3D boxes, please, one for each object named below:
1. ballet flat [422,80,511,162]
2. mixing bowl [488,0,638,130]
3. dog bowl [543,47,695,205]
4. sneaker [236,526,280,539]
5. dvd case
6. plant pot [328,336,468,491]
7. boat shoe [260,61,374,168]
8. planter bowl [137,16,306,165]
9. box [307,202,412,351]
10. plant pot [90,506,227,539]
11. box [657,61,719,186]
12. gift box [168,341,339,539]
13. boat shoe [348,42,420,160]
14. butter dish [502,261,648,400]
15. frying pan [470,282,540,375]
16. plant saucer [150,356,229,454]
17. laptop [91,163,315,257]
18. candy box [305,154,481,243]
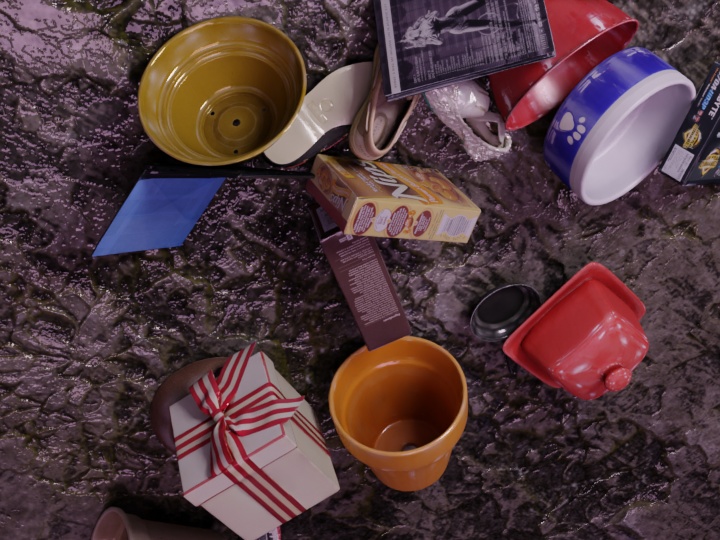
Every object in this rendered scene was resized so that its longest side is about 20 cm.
[{"bbox_3d":[0.143,-0.203,1.209,0.072,0.072,0.200,-38,146,9],"label":"ballet flat"},{"bbox_3d":[0.228,-0.277,1.171,0.200,0.200,0.109,-36,80,8],"label":"mixing bowl"},{"bbox_3d":[0.337,-0.187,1.248,0.199,0.079,0.201,-30,150,-20],"label":"dog bowl"},{"bbox_3d":[-0.166,0.431,1.541,0.074,0.081,0.201,-4,122,-10],"label":"sneaker"},{"bbox_3d":[0.117,-0.285,1.113,0.199,0.150,0.016,-12,154,13],"label":"dvd case"},{"bbox_3d":[0.064,0.231,1.429,0.199,0.201,0.184,-17,140,-4],"label":"plant pot"},{"bbox_3d":[-0.041,-0.198,1.204,0.201,0.063,0.074,-34,94,-8],"label":"boat shoe"},{"bbox_3d":[-0.155,-0.193,1.129,0.199,0.201,0.084,-20,156,-2],"label":"planter bowl"},{"bbox_3d":[0.000,0.000,1.311,0.075,0.100,0.201,-24,123,1],"label":"box"},{"bbox_3d":[-0.304,0.471,1.476,0.183,0.201,0.201,10,118,-32],"label":"plant pot"},{"bbox_3d":[0.499,-0.197,1.302,0.199,0.046,0.160,-7,128,-49],"label":"box"},{"bbox_3d":[-0.144,0.229,1.327,0.200,0.185,0.187,-35,132,4],"label":"gift box"},{"bbox_3d":[0.049,-0.229,1.164,0.071,0.064,0.201,20,86,-21],"label":"boat shoe"},{"bbox_3d":[0.352,0.121,1.438,0.200,0.148,0.199,-45,133,12],"label":"butter dish"},{"bbox_3d":[0.236,0.080,1.464,0.115,0.031,0.190,-36,134,10],"label":"frying pan"},{"bbox_3d":[-0.212,0.221,1.426,0.199,0.037,0.201,-7,123,-10],"label":"plant saucer"},{"bbox_3d":[-0.186,-0.069,1.152,0.199,0.187,0.117,7,99,23],"label":"laptop"},{"bbox_3d":[0.043,-0.091,1.228,0.199,0.116,0.056,3,121,-35],"label":"candy box"}]
